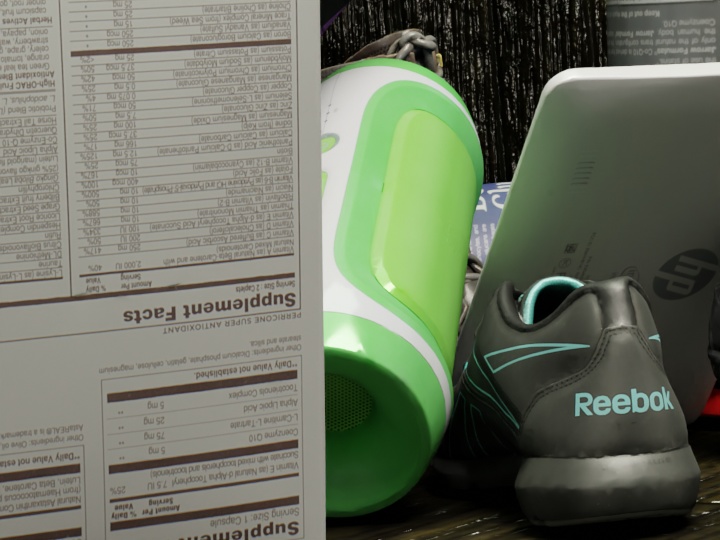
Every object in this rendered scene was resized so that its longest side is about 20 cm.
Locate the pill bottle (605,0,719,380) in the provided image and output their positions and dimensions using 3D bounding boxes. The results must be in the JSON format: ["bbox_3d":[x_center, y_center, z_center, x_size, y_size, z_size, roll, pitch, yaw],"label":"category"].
[{"bbox_3d":[0.166,-0.058,0.963,0.115,0.202,0.116,-2,7,0],"label":"pill bottle"}]

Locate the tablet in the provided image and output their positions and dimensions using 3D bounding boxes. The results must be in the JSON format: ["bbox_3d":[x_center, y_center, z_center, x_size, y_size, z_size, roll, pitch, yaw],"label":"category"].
[{"bbox_3d":[0.106,-0.001,0.857,0.129,0.201,0.014,-5,47,-21],"label":"tablet"}]

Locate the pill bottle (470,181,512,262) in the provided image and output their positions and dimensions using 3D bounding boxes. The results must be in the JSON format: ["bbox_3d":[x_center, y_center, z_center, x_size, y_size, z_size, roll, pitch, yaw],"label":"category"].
[{"bbox_3d":[0.062,0.003,1.373,0.198,0.112,0.111,-5,2,-2],"label":"pill bottle"}]

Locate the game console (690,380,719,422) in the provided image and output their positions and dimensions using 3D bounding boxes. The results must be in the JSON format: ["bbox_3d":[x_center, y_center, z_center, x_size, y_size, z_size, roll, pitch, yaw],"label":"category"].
[{"bbox_3d":[0.191,0.049,1.049,0.199,0.031,0.176,-7,8,-37],"label":"game console"}]

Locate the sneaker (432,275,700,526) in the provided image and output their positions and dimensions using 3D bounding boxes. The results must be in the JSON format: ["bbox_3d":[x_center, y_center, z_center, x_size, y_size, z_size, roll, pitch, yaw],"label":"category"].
[{"bbox_3d":[0.072,0.041,0.777,0.075,0.080,0.200,-6,1,-12],"label":"sneaker"}]

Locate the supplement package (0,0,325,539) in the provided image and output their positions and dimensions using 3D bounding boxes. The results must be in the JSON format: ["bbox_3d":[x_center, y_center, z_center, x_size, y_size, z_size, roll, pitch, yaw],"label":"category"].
[{"bbox_3d":[-0.106,-0.014,0.675,0.149,0.202,0.152,-6,13,-22],"label":"supplement package"}]

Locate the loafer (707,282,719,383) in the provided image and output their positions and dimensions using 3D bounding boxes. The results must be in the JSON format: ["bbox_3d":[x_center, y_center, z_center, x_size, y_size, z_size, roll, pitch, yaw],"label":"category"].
[{"bbox_3d":[0.195,0.025,0.773,0.068,0.071,0.200,-5,14,-30],"label":"loafer"}]

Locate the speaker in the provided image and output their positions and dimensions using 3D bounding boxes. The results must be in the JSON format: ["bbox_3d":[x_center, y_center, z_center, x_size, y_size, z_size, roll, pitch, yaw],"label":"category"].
[{"bbox_3d":[0.000,0.000,0.824,0.088,0.089,0.201,-4,33,11],"label":"speaker"}]

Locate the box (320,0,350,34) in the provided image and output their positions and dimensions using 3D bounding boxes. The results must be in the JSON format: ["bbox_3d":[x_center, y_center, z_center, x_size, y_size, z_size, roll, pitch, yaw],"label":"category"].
[{"bbox_3d":[-0.074,-0.084,0.843,0.200,0.036,0.143,-50,-20,26],"label":"box"}]

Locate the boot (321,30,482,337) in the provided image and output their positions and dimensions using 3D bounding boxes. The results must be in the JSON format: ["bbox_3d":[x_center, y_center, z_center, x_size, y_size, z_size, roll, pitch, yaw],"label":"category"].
[{"bbox_3d":[0.030,-0.021,0.995,0.199,0.176,0.069,-4,2,44],"label":"boot"}]
